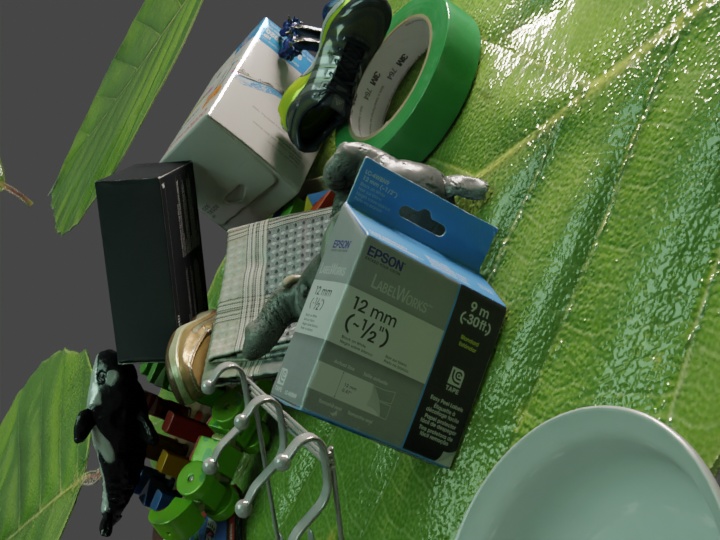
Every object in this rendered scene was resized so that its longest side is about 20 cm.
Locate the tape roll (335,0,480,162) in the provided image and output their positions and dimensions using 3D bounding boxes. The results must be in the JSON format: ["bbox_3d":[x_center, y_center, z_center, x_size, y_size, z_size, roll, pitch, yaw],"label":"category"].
[{"bbox_3d":[0.047,-0.197,1.017,0.200,0.048,0.203,-43,34,38],"label":"tape roll"}]

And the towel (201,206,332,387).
[{"bbox_3d":[-0.065,0.019,0.949,0.189,0.035,0.203,-9,53,17],"label":"towel"}]

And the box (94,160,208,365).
[{"bbox_3d":[-0.231,-0.013,1.067,0.141,0.077,0.204,-80,-13,-77],"label":"box"}]

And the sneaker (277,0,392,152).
[{"bbox_3d":[-0.022,-0.212,1.041,0.201,0.073,0.082,-57,32,30],"label":"sneaker"}]

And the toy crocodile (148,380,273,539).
[{"bbox_3d":[-0.149,0.190,0.987,0.061,0.068,0.202,8,60,37],"label":"toy crocodile"}]

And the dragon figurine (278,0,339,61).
[{"bbox_3d":[-0.012,-0.284,1.121,0.198,0.099,0.060,-7,78,41],"label":"dragon figurine"}]

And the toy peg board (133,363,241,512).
[{"bbox_3d":[-0.224,0.198,1.120,0.199,0.097,0.202,7,73,63],"label":"toy peg board"}]

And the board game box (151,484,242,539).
[{"bbox_3d":[-0.168,0.318,0.946,0.101,0.020,0.202,-21,41,13],"label":"board game box"}]

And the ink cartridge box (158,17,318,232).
[{"bbox_3d":[-0.135,-0.176,1.182,0.147,0.144,0.202,-33,27,45],"label":"ink cartridge box"}]

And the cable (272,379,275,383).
[{"bbox_3d":[-0.091,0.047,1.026,0.201,0.049,0.098,-117,27,-46],"label":"cable"}]

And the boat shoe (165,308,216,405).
[{"bbox_3d":[-0.154,0.080,1.017,0.075,0.073,0.200,-12,17,7],"label":"boat shoe"}]

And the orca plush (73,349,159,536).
[{"bbox_3d":[-0.263,0.194,1.052,0.070,0.105,0.204,2,80,29],"label":"orca plush"}]

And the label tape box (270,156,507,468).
[{"bbox_3d":[0.035,0.032,0.733,0.066,0.142,0.203,9,75,63],"label":"label tape box"}]

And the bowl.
[{"bbox_3d":[0.134,0.180,0.485,0.201,0.089,0.204,-42,35,38],"label":"bowl"}]

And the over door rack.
[{"bbox_3d":[-0.055,0.183,0.702,0.066,0.203,0.147,-28,29,-21],"label":"over door rack"}]

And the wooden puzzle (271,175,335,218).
[{"bbox_3d":[-0.078,-0.020,1.096,0.184,0.046,0.203,-3,65,60],"label":"wooden puzzle"}]

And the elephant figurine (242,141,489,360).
[{"bbox_3d":[0.000,0.000,0.848,0.203,0.140,0.155,-69,12,-23],"label":"elephant figurine"}]
